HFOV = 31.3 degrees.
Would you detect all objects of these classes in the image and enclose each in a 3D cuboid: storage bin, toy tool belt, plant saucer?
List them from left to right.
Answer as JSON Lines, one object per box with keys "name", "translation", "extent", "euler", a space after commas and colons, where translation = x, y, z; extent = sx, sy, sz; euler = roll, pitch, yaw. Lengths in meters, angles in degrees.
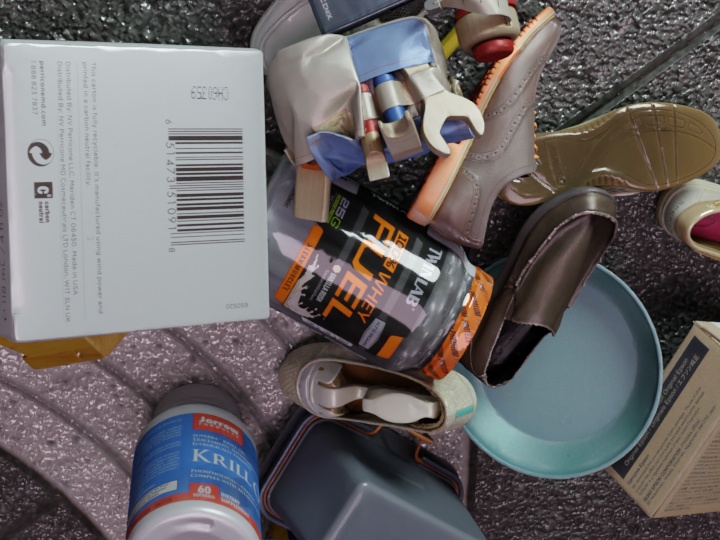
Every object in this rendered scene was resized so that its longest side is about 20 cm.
{"name": "storage bin", "translation": [0.025, 0.217, 1.153], "extent": [0.199, 0.134, 0.146], "euler": [31, 94, -27]}
{"name": "toy tool belt", "translation": [0.032, -0.115, 0.947], "extent": [0.198, 0.125, 0.125], "euler": [-15, 83, 12]}
{"name": "plant saucer", "translation": [0.168, 0.081, 1.132], "extent": [0.197, 0.036, 0.203], "euler": [3, 99, 21]}

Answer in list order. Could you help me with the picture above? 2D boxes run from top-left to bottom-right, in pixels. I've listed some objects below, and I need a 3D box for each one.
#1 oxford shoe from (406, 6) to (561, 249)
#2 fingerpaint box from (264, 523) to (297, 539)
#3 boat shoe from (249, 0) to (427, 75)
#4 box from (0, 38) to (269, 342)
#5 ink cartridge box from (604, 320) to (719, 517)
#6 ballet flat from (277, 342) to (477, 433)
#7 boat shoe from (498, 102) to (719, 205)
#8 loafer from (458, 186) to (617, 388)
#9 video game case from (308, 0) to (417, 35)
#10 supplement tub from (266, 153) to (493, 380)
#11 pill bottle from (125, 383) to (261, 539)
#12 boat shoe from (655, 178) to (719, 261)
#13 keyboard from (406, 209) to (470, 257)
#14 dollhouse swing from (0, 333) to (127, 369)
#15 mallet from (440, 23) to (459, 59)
{"name": "oxford shoe", "translation": [0.114, -0.112, 1.017], "extent": [0.072, 0.071, 0.201], "euler": [30, 88, -1]}
{"name": "fingerpaint box", "translation": [-0.031, 0.354, 1.272], "extent": [0.199, 0.074, 0.168], "euler": [28, 110, -20]}
{"name": "boat shoe", "translation": [0.003, -0.204, 0.982], "extent": [0.199, 0.070, 0.071], "euler": [-31, 119, 10]}
{"name": "box", "translation": [-0.180, -0.060, 0.932], "extent": [0.198, 0.130, 0.202], "euler": [-4, 96, -32]}
{"name": "ink cartridge box", "translation": [0.335, 0.133, 1.154], "extent": [0.198, 0.075, 0.166], "euler": [6, 120, -42]}
{"name": "ballet flat", "translation": [0.002, 0.101, 1.098], "extent": [0.198, 0.062, 0.068], "euler": [3, 102, 29]}
{"name": "boat shoe", "translation": [0.201, -0.097, 1.076], "extent": [0.197, 0.063, 0.074], "euler": [-7, 93, -6]}
{"name": "loafer", "translation": [0.152, 0.021, 1.062], "extent": [0.072, 0.071, 0.201], "euler": [15, 121, -30]}
{"name": "video game case", "translation": [0.038, -0.274, 0.940], "extent": [0.198, 0.019, 0.144], "euler": [-22, 87, 6]}
{"name": "supplement tub", "translation": [0.000, 0.000, 1.040], "extent": [0.198, 0.123, 0.123], "euler": [28, 112, -5]}
{"name": "pill bottle", "translation": [-0.141, 0.185, 1.097], "extent": [0.111, 0.201, 0.114], "euler": [-3, 119, -5]}
{"name": "boat shoe", "translation": [0.357, -0.029, 1.118], "extent": [0.197, 0.069, 0.075], "euler": [6, 117, -10]}
{"name": "keyboard", "translation": [0.031, 0.044, 1.135], "extent": [0.103, 0.040, 0.202], "euler": [9, 115, -12]}
{"name": "dollhouse swing", "translation": [-0.254, -0.056, 1.051], "extent": [0.181, 0.177, 0.200], "euler": [-11, 130, 48]}
{"name": "mallet", "translation": [0.084, -0.208, 1.013], "extent": [0.065, 0.041, 0.201], "euler": [31, 105, -18]}
